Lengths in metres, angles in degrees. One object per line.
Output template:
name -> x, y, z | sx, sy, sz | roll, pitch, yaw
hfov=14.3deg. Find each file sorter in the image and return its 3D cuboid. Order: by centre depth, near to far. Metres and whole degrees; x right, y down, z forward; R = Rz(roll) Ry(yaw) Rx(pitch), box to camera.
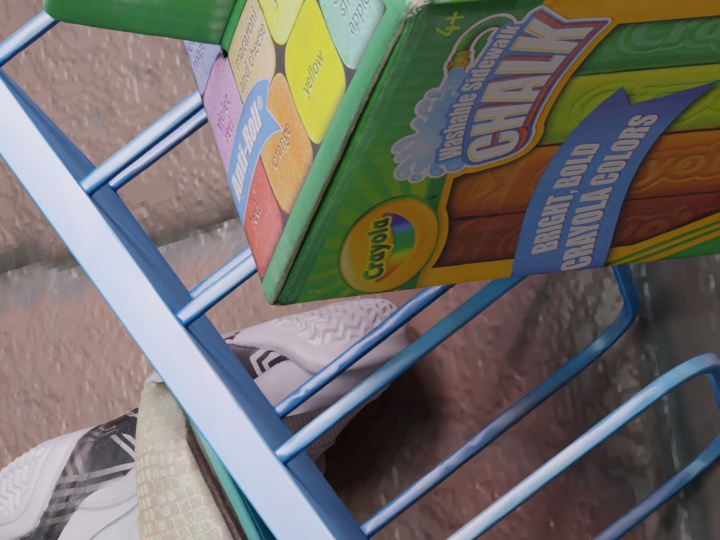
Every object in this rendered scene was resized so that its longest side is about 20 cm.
file sorter -> 0.000, 0.000, 0.809 | 0.122, 0.139, 0.200 | -37, 73, -1

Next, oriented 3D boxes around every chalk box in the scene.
chalk box -> 0.025, -0.078, 0.695 | 0.125, 0.199, 0.125 | 116, 140, -53

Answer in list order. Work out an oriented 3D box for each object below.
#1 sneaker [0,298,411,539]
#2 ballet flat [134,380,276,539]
sneaker -> -0.041, 0.089, 0.947 | 0.200, 0.075, 0.116 | -31, 79, 39
ballet flat -> -0.030, 0.128, 0.876 | 0.201, 0.062, 0.067 | 59, -178, -17
